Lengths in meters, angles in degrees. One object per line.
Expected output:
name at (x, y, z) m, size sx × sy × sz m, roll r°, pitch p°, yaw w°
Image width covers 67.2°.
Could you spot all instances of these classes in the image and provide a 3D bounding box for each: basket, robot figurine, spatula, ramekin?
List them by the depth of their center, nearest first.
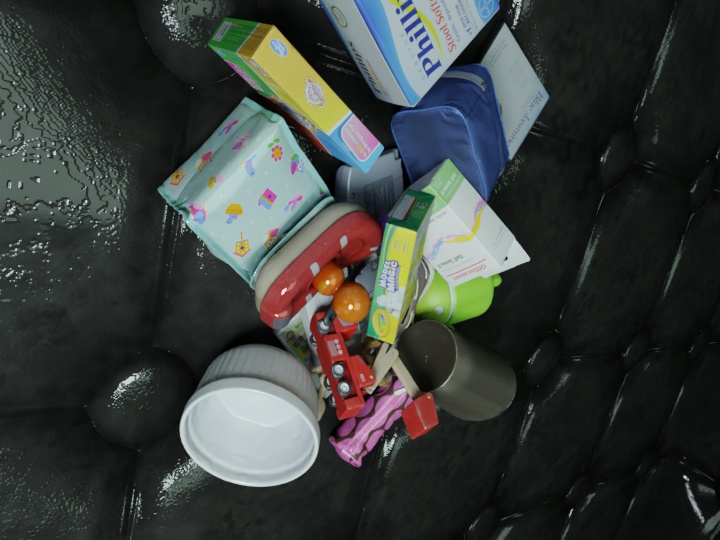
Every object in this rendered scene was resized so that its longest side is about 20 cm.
ramekin at (-0.150, 0.202, 0.779) m, size 0.192 × 0.107 × 0.206 m, roll 1°, pitch 125°, yaw 1°
spatula at (0.000, 0.000, 0.796) m, size 0.202 × 0.020 × 0.057 m, roll -55°, pitch 134°, yaw -25°
basket at (0.149, 0.167, 0.916) m, size 0.199 × 0.175 × 0.141 m, roll 33°, pitch 69°, yaw -50°
robot figurine at (0.158, 0.035, 0.970) m, size 0.194 × 0.117 × 0.179 m, roll -12°, pitch 140°, yaw -32°

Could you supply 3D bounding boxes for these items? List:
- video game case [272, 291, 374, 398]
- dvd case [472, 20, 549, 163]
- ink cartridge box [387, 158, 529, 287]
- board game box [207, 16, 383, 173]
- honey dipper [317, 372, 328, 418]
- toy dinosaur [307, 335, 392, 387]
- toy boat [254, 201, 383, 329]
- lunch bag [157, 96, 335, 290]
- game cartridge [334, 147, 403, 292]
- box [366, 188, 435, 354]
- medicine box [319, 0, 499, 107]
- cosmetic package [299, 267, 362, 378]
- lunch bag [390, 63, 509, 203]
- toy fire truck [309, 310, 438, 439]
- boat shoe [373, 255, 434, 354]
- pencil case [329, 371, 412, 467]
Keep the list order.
video game case at (-0.031, 0.093, 0.919) m, size 0.199 × 0.022 × 0.184 m, roll -42°, pitch 130°, yaw -13°
dvd case at (0.252, -0.303, 0.946) m, size 0.198 × 0.017 × 0.145 m, roll 33°, pitch 89°, yaw -42°
ink cartridge box at (0.149, -0.051, 0.817) m, size 0.200 × 0.116 × 0.068 m, roll 46°, pitch 57°, yaw -11°
board game box at (-0.076, -0.211, 0.655) m, size 0.041 × 0.152 × 0.199 m, roll -52°, pitch 131°, yaw 0°
honey dipper at (-0.067, 0.199, 0.861) m, size 0.037 × 0.039 × 0.202 m, roll -26°, pitch 159°, yaw -23°
toy dinosaur at (0.000, 0.149, 0.847) m, size 0.196 × 0.060 × 0.109 m, roll 21°, pitch 101°, yaw -40°
toy boat at (-0.037, 0.011, 0.707) m, size 0.200 × 0.130 × 0.131 m, roll -44°, pitch 172°, yaw -22°
lunch bag at (-0.128, -0.080, 0.701) m, size 0.171 × 0.121 × 0.201 m, roll -46°, pitch 138°, yaw -10°
game cartridge at (0.017, -0.074, 0.845) m, size 0.131 × 0.040 × 0.207 m, roll -28°, pitch 122°, yaw -41°
box at (0.054, 0.005, 0.754) m, size 0.118 × 0.047 × 0.206 m, roll -56°, pitch 157°, yaw -56°
medicine box at (0.065, -0.364, 0.721) m, size 0.201 × 0.102 × 0.183 m, roll -49°, pitch 131°, yaw -8°
cosmetic package at (-0.049, 0.079, 0.850) m, size 0.081 × 0.050 × 0.206 m, roll -26°, pitch 124°, yaw -23°
lunch bag at (0.147, -0.198, 0.826) m, size 0.134 × 0.132 × 0.203 m, roll -55°, pitch 137°, yaw -31°
toy fire truck at (0.016, 0.145, 0.774) m, size 0.136 × 0.205 × 0.049 m, roll -8°, pitch 153°, yaw -28°
boat shoe at (0.059, 0.067, 0.889) m, size 0.059 × 0.071 × 0.205 m, roll -19°, pitch 139°, yaw -50°
pencil case at (0.031, 0.268, 1.001) m, size 0.091 × 0.093 × 0.200 m, roll 45°, pitch 78°, yaw -8°
